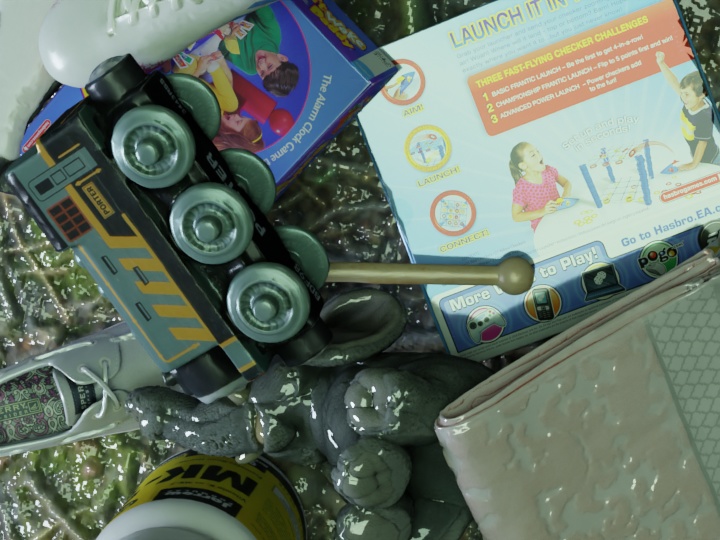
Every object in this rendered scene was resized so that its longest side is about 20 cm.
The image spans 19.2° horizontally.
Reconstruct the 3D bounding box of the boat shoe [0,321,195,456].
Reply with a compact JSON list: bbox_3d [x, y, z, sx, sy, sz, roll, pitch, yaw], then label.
[{"bbox_3d":[-0.171,0.072,1.298,0.200,0.069,0.072,-11,97,8],"label":"boat shoe"}]

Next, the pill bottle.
[{"bbox_3d":[-0.098,0.177,1.240,0.114,0.200,0.114,1,99,6],"label":"pill bottle"}]

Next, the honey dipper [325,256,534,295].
[{"bbox_3d":[0.000,0.000,1.227,0.200,0.038,0.038,0,99,-1],"label":"honey dipper"}]

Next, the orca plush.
[{"bbox_3d":[-0.171,-0.139,1.230,0.105,0.071,0.200,9,92,5],"label":"orca plush"}]

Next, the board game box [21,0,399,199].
[{"bbox_3d":[-0.094,-0.094,1.244,0.134,0.045,0.200,47,116,3],"label":"board game box"}]

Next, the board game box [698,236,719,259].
[{"bbox_3d":[0.196,0.075,1.244,0.200,0.034,0.134,-40,114,16],"label":"board game box"}]

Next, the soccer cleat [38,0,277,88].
[{"bbox_3d":[-0.090,-0.160,1.142,0.200,0.086,0.070,-26,90,8],"label":"soccer cleat"}]

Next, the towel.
[{"bbox_3d":[0.154,0.115,1.189,0.191,0.032,0.200,-30,117,-12],"label":"towel"}]

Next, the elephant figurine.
[{"bbox_3d":[-0.010,0.077,1.231,0.155,0.200,0.142,22,96,-39],"label":"elephant figurine"}]

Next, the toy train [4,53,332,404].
[{"bbox_3d":[-0.102,-0.020,1.164,0.114,0.085,0.200,-30,105,21],"label":"toy train"}]

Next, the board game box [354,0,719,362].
[{"bbox_3d":[0.113,-0.068,1.253,0.200,0.056,0.196,-20,96,9],"label":"board game box"}]
